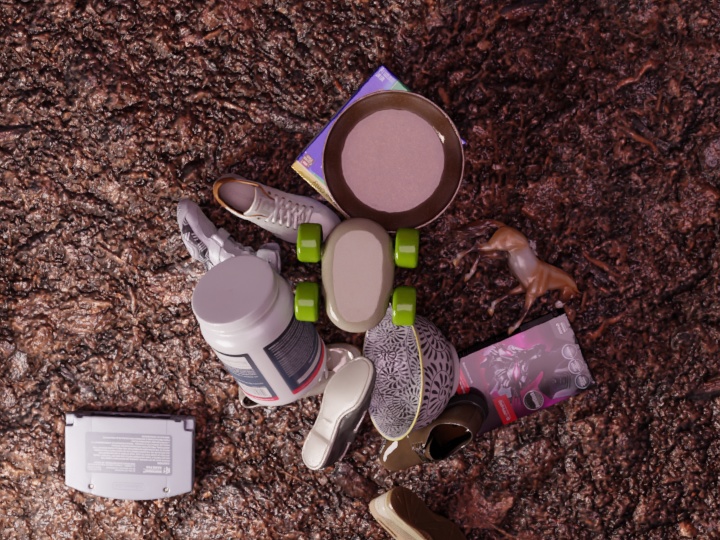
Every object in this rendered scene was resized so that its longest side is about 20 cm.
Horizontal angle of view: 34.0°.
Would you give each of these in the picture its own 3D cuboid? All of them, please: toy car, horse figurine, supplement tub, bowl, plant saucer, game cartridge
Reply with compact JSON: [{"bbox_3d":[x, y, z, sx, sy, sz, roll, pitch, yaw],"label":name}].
[{"bbox_3d":[0.000,0.000,1.679,0.164,0.200,0.158,3,95,3],"label":"toy car"},{"bbox_3d":[0.221,-0.005,1.740,0.133,0.050,0.200,-39,89,-5],"label":"horse figurine"},{"bbox_3d":[-0.143,0.087,1.680,0.140,0.140,0.200,-22,136,5],"label":"supplement tub"},{"bbox_3d":[0.084,0.146,1.724,0.094,0.201,0.201,0,99,-25],"label":"bowl"},{"bbox_3d":[0.046,-0.153,1.660,0.200,0.037,0.201,0,98,1],"label":"plant saucer"},{"bbox_3d":[-0.355,0.286,1.821,0.200,0.040,0.133,3,95,2],"label":"game cartridge"}]

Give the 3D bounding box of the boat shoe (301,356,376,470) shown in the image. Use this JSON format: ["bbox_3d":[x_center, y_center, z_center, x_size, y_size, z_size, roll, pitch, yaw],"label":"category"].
[{"bbox_3d":[-0.025,0.212,1.774,0.067,0.057,0.200,38,110,31],"label":"boat shoe"}]

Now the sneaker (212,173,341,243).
[{"bbox_3d":[-0.125,-0.084,1.731,0.200,0.085,0.073,19,97,-2],"label":"sneaker"}]

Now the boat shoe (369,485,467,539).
[{"bbox_3d":[0.098,0.408,1.808,0.200,0.071,0.065,47,133,-12],"label":"boat shoe"}]

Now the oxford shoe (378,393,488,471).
[{"bbox_3d":[0.096,0.253,1.749,0.073,0.084,0.200,46,124,-10],"label":"oxford shoe"}]

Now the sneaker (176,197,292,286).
[{"bbox_3d":[-0.186,-0.032,1.748,0.115,0.075,0.200,-25,102,5],"label":"sneaker"}]

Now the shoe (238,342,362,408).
[{"bbox_3d":[-0.091,0.164,1.780,0.200,0.053,0.070,-20,97,5],"label":"shoe"}]

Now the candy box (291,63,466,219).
[{"bbox_3d":[0.025,-0.171,1.714,0.169,0.077,0.200,42,99,-5],"label":"candy box"}]

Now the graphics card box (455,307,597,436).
[{"bbox_3d":[0.238,0.152,1.766,0.200,0.051,0.126,-23,97,5],"label":"graphics card box"}]
